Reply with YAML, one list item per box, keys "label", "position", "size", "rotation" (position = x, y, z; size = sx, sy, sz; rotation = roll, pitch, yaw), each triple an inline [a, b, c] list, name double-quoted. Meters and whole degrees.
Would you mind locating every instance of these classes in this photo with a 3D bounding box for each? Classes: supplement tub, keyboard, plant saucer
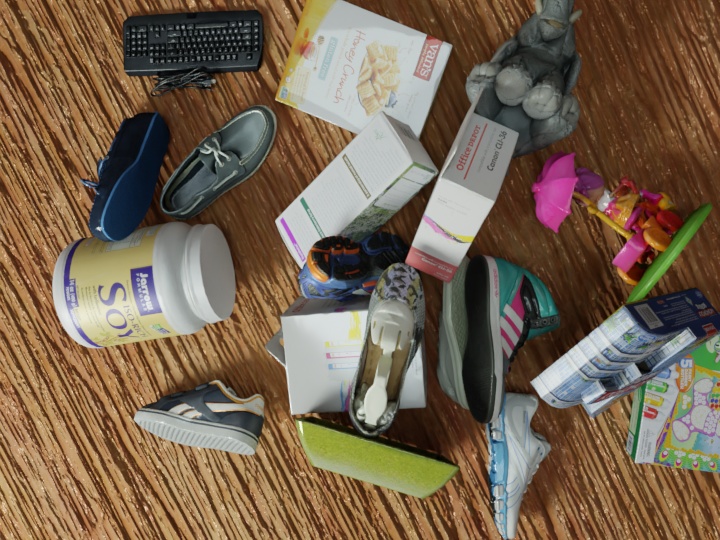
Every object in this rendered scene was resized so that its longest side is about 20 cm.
- label: "supplement tub"
  position: [-0.277, 0.017, 0.822]
  size: [0.194, 0.145, 0.150]
  rotation: [-9, 97, 8]
- label: "keyboard"
  position: [-0.225, -0.290, 0.828]
  size: [0.194, 0.040, 0.107]
  rotation: [-1, 97, 8]
- label: "plant saucer"
  position: [0.015, 0.235, 0.788]
  size: [0.195, 0.200, 0.049]
  rotation: [16, 78, 4]

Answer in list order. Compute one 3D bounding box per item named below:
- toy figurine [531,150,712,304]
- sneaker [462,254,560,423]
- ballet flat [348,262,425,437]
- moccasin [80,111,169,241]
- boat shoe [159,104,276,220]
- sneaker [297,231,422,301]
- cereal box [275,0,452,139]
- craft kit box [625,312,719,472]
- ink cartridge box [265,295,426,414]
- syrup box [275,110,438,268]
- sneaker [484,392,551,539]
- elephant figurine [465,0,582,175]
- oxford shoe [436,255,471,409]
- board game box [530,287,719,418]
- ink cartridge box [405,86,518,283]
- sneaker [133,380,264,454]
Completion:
- label: "toy figurine"
  position: [0.300, -0.077, 0.755]
  size: [0.183, 0.199, 0.152]
  rotation: [40, 135, 18]
- label: "sneaker"
  position: [0.193, 0.087, 0.790]
  size: [0.117, 0.083, 0.206]
  rotation: [4, 86, -21]
- label: "ballet flat"
  position: [0.031, 0.095, 0.706]
  size: [0.070, 0.072, 0.206]
  rotation: [13, 99, 4]
- label: "moccasin"
  position: [-0.307, -0.120, 0.812]
  size: [0.066, 0.204, 0.081]
  rotation: [2, 141, 12]
- label: "boat shoe"
  position: [-0.190, -0.141, 0.832]
  size: [0.199, 0.062, 0.073]
  rotation: [-41, 92, 10]
- label: "sneaker"
  position: [0.000, 0.000, 0.787]
  size: [0.078, 0.196, 0.077]
  rotation: [-39, 59, 40]
- label: "cereal box"
  position: [0.004, -0.252, 0.805]
  size: [0.195, 0.040, 0.147]
  rotation: [21, 101, 3]
- label: "craft kit box"
  position: [0.459, 0.157, 0.808]
  size: [0.191, 0.049, 0.206]
  rotation: [4, 98, 3]
- label: "ink cartridge box"
  position: [-0.015, 0.101, 0.812]
  size: [0.194, 0.129, 0.129]
  rotation: [-5, 98, 8]
- label: "syrup box"
  position: [-0.007, -0.091, 0.778]
  size: [0.199, 0.078, 0.083]
  rotation: [-41, 69, 24]
- label: "sneaker"
  position: [0.213, 0.260, 0.838]
  size: [0.084, 0.075, 0.206]
  rotation: [-3, 98, 1]
- label: "elephant figurine"
  position: [0.212, -0.246, 0.746]
  size: [0.141, 0.153, 0.203]
  rotation: [40, 59, -29]
- label: "oxford shoe"
  position: [0.126, 0.081, 0.828]
  size: [0.057, 0.074, 0.206]
  rotation: [2, 99, 52]
- label: "board game box"
  position: [0.302, 0.113, 0.742]
  size: [0.062, 0.196, 0.201]
  rotation: [58, 133, 27]
- label: "ink cartridge box"
  position: [0.120, -0.093, 0.722]
  size: [0.066, 0.202, 0.118]
  rotation: [23, 56, 4]
- label: "sneaker"
  position: [-0.221, 0.201, 0.880]
  size: [0.194, 0.079, 0.081]
  rotation: [4, 55, 19]
